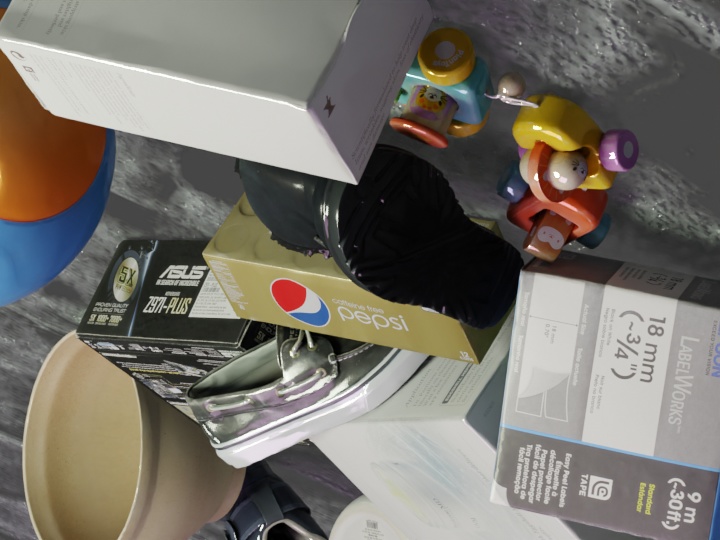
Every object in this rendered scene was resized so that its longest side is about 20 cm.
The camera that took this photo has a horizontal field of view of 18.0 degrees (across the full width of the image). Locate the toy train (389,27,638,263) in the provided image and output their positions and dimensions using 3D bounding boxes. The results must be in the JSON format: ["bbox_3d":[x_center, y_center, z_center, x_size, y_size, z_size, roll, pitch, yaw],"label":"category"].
[{"bbox_3d":[0.068,-0.062,1.257,0.199,0.056,0.150,31,159,-18],"label":"toy train"}]

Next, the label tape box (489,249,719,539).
[{"bbox_3d":[0.184,0.079,1.310,0.198,0.145,0.063,11,-165,16],"label":"label tape box"}]

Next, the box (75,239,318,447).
[{"bbox_3d":[-0.083,0.055,1.675,0.199,0.087,0.164,1,149,48],"label":"box"}]

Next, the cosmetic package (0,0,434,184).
[{"bbox_3d":[-0.076,-0.127,1.181,0.199,0.113,0.081,17,159,26],"label":"cosmetic package"}]

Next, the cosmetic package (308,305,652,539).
[{"bbox_3d":[0.100,0.123,1.536,0.199,0.123,0.199,46,154,-21],"label":"cosmetic package"}]

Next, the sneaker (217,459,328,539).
[{"bbox_3d":[-0.092,0.227,2.048,0.147,0.077,0.203,54,168,19],"label":"sneaker"}]

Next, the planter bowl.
[{"bbox_3d":[-0.180,0.154,1.919,0.134,0.202,0.200,6,173,-36],"label":"planter bowl"}]

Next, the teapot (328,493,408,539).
[{"bbox_3d":[0.069,0.272,1.963,0.145,0.201,0.198,-7,140,-33],"label":"teapot"}]

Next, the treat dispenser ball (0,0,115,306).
[{"bbox_3d":[-0.247,-0.075,1.373,0.199,0.202,0.201,21,160,8],"label":"treat dispenser ball"}]

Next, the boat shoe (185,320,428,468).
[{"bbox_3d":[-0.034,0.063,1.509,0.199,0.072,0.071,-33,116,22],"label":"boat shoe"}]

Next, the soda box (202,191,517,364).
[{"bbox_3d":[0.000,0.000,1.458,0.199,0.068,0.064,11,143,34],"label":"soda box"}]

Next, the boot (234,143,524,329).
[{"bbox_3d":[-0.015,-0.040,1.301,0.168,0.077,0.200,27,178,34],"label":"boot"}]
